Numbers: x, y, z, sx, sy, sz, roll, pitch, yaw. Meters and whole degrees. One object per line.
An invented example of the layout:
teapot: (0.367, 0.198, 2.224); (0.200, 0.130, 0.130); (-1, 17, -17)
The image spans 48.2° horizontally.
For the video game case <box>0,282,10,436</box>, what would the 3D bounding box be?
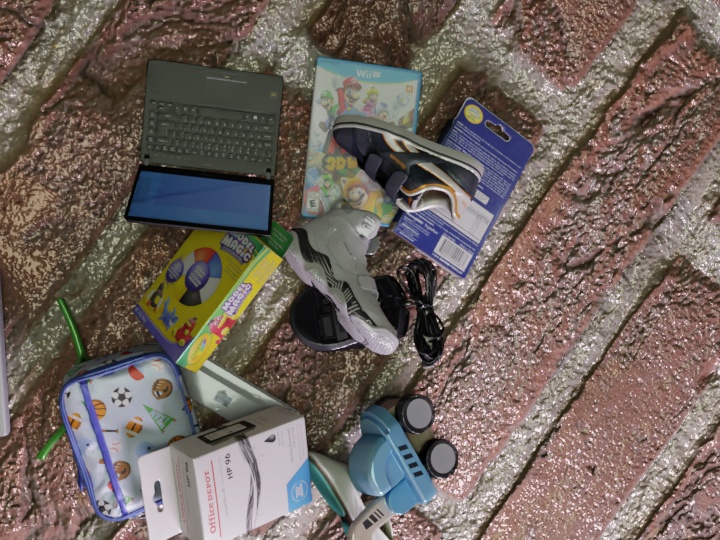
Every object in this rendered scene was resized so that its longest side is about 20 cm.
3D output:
video game case: (-0.529, 0.107, 0.985); (0.177, 0.022, 0.206); (-3, 94, -8)

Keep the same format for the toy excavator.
toy excavator: (0.028, 0.280, 1.002); (0.198, 0.100, 0.197); (-32, 95, -24)

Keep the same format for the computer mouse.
computer mouse: (0.006, 0.062, 1.034); (0.194, 0.053, 0.142); (-4, 73, -7)

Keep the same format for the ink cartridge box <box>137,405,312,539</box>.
ink cartridge box: (-0.159, 0.253, 0.970); (0.197, 0.067, 0.119); (-15, 104, -37)

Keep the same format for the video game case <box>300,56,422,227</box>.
video game case: (0.001, -0.164, 1.044); (0.139, 0.018, 0.206); (6, 92, -8)

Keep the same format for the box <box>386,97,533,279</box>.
box: (0.133, -0.107, 1.051); (0.120, 0.032, 0.203); (31, 86, -14)

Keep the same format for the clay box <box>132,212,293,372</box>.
clay box: (-0.180, 0.007, 0.980); (0.114, 0.047, 0.202); (37, 91, 36)

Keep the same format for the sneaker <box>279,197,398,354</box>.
sneaker: (0.000, 0.000, 0.985); (0.114, 0.075, 0.200); (-40, 73, -15)

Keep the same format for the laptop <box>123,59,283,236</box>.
laptop: (-0.185, -0.152, 0.976); (0.172, 0.103, 0.206); (6, 93, -9)

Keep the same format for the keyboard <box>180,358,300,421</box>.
keyboard: (-0.175, 0.160, 1.044); (0.198, 0.011, 0.057); (32, 94, -8)

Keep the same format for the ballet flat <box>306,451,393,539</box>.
ballet flat: (-0.007, 0.308, 1.053); (0.068, 0.069, 0.203); (-29, 101, -5)

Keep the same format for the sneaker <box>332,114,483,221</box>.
sneaker: (0.048, -0.125, 0.986); (0.196, 0.079, 0.081); (21, 78, 8)

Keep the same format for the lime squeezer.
lime squeezer: (-0.358, 0.141, 1.010); (0.069, 0.038, 0.206); (9, 93, 23)

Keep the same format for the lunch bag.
lunch bag: (-0.278, 0.200, 0.980); (0.157, 0.075, 0.205); (-17, 105, -16)
